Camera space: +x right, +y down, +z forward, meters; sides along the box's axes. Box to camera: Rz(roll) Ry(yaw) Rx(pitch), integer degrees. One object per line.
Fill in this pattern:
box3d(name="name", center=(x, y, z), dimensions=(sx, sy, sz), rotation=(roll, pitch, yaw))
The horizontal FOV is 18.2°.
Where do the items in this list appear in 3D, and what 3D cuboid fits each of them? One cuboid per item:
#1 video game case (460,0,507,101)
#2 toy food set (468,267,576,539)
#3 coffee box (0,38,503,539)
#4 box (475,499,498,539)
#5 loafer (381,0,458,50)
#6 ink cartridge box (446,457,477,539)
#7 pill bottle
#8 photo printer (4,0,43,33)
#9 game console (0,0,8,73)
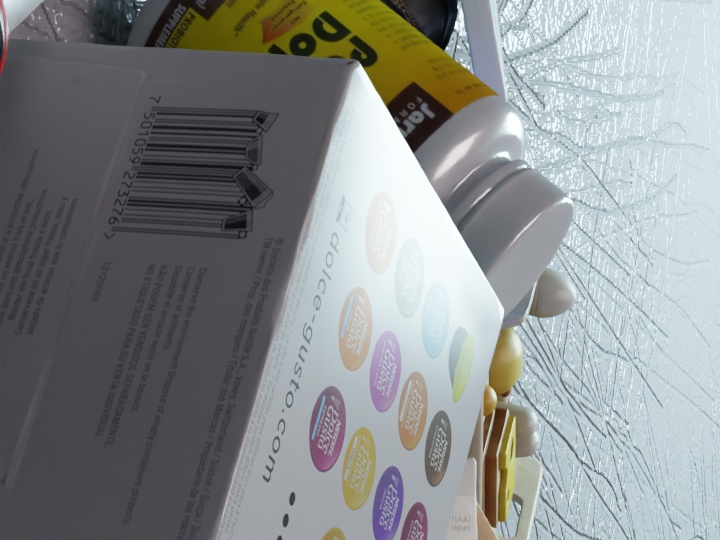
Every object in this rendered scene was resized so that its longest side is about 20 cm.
box3d(name="video game case", center=(0.062, -0.196, 1.284), dimensions=(0.201, 0.017, 0.144), rotation=(-90, 170, -56))
box3d(name="toy food set", center=(0.100, 0.079, 1.401), dimensions=(0.144, 0.060, 0.202), rotation=(-69, 160, -59))
box3d(name="coffee box", center=(-0.082, 0.049, 0.861), dimensions=(0.198, 0.198, 0.201), rotation=(56, 45, -55))
box3d(name="box", center=(-0.011, 0.189, 1.062), dimensions=(0.199, 0.021, 0.164), rotation=(-35, 107, -14))
box3d(name="loafer", center=(0.001, -0.171, 1.199), dimensions=(0.072, 0.073, 0.201), rotation=(-40, 147, -13))
box3d(name="ink cartridge box", center=(-0.040, 0.171, 1.013), dimensions=(0.045, 0.198, 0.178), rotation=(146, -54, -63))
box3d(name="pill bottle", center=(-0.004, -0.061, 1.001), dimensions=(0.109, 0.200, 0.109), rotation=(-44, 162, -19))
box3d(name="photo printer", center=(-0.175, -0.138, 0.779), dimensions=(0.200, 0.069, 0.168), rotation=(-55, 142, -50))
box3d(name="game console", center=(-0.208, -0.057, 0.664), dimensions=(0.200, 0.031, 0.177), rotation=(-52, 133, -15))
